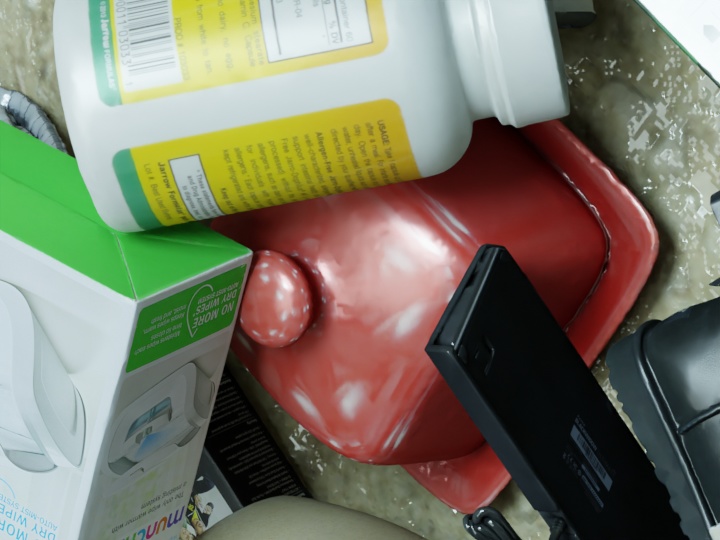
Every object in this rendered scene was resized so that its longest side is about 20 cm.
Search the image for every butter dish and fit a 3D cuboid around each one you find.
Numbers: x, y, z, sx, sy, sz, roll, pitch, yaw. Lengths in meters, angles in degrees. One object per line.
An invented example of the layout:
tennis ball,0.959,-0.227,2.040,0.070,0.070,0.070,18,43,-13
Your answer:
butter dish,0.000,0.000,1.304,0.199,0.148,0.200,46,125,19

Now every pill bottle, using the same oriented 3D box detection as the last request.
pill bottle,-0.018,-0.087,1.202,0.200,0.113,0.113,-11,96,6

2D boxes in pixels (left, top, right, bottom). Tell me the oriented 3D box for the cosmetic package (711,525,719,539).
cosmetic package,0.228,0.158,1.069,0.104,0.073,0.200,-33,82,38

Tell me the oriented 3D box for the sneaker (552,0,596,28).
sneaker,0.031,-0.177,1.293,0.200,0.074,0.087,26,105,24

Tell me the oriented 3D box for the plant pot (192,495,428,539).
plant pot,-0.029,0.186,1.349,0.134,0.200,0.200,51,128,23

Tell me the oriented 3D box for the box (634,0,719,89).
box,0.199,-0.116,1.140,0.144,0.036,0.200,-44,75,10

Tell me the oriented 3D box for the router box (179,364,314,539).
router box,-0.127,0.124,1.502,0.200,0.051,0.149,-41,78,38

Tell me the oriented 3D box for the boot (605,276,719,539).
boot,0.208,0.069,1.210,0.162,0.073,0.198,-33,83,34

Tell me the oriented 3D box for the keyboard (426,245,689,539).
keyboard,0.084,0.098,1.224,0.021,0.127,0.200,-16,122,34

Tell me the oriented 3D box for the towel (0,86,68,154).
towel,-0.204,0.005,1.453,0.200,0.085,0.166,-125,45,-65

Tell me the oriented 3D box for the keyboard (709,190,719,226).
keyboard,0.227,-0.059,1.100,0.200,0.021,0.127,-26,82,13

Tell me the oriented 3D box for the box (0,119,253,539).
box,-0.168,0.036,1.283,0.200,0.097,0.177,28,117,23
